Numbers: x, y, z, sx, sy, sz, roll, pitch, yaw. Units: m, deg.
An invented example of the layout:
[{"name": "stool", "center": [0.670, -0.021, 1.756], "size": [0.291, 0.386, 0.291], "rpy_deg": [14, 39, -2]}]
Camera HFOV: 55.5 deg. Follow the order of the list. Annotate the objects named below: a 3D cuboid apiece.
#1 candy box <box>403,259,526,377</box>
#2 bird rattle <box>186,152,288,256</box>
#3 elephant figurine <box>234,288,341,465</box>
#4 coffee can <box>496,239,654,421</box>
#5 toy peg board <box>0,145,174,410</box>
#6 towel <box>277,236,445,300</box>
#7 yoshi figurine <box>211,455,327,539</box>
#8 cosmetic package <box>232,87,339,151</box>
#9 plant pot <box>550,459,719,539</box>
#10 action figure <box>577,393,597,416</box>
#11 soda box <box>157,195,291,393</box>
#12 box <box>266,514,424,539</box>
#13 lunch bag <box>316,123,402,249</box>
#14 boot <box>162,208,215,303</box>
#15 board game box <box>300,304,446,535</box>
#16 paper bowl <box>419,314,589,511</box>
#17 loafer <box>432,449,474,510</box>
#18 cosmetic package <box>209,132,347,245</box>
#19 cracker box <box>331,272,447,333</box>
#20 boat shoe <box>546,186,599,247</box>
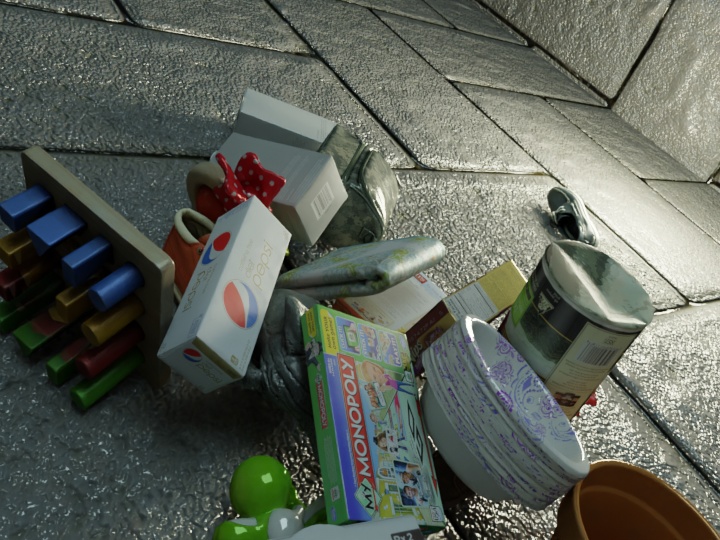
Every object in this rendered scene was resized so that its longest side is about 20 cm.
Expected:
[{"name": "candy box", "center": [0.135, 0.062, 0.902], "size": [0.198, 0.117, 0.057], "rpy_deg": [-22, 72, -49]}, {"name": "bird rattle", "center": [-0.175, -0.075, 0.896], "size": [0.161, 0.202, 0.113], "rpy_deg": [29, 62, 27]}, {"name": "elephant figurine", "center": [-0.072, 0.095, 0.723], "size": [0.150, 0.146, 0.200], "rpy_deg": [11, 8, 0]}, {"name": "coffee can", "center": [0.246, 0.088, 0.853], "size": [0.142, 0.203, 0.148], "rpy_deg": [16, 36, -12]}, {"name": "toy peg board", "center": [-0.291, 0.025, 0.684], "size": [0.198, 0.202, 0.098], "rpy_deg": [36, 49, 15]}, {"name": "towel", "center": [0.000, 0.000, 0.956], "size": [0.195, 0.050, 0.170], "rpy_deg": [-7, 13, 35]}, {"name": "yoshi figurine", "center": [-0.046, 0.224, 0.663], "size": [0.195, 0.115, 0.112], "rpy_deg": [5, 26, -27]}, {"name": "cosmetic package", "center": [-0.138, -0.250, 1.271], "size": [0.195, 0.082, 0.114], "rpy_deg": [18, 33, -12]}, {"name": "plant pot", "center": [0.273, 0.326, 0.714], "size": [0.195, 0.142, 0.202], "rpy_deg": [19, 32, -13]}, {"name": "action figure", "center": [0.251, 0.185, 0.967], "size": [0.195, 0.065, 0.053], "rpy_deg": [2, 61, -36]}, {"name": "soda box", "center": [-0.135, 0.020, 0.712], "size": [0.068, 0.063, 0.203], "rpy_deg": [45, 38, -30]}, {"name": "box", "center": [-0.025, 0.317, 0.508], "size": [0.194, 0.132, 0.203], "rpy_deg": [3, 43, -32]}, {"name": "lunch bag", "center": [-0.018, -0.128, 1.143], "size": [0.166, 0.140, 0.201], "rpy_deg": [34, 30, -7]}, {"name": "boot", "center": [-0.183, 0.014, 0.845], "size": [0.074, 0.109, 0.200], "rpy_deg": [-18, 55, -46]}, {"name": "board game box", "center": [0.011, 0.142, 0.656], "size": [0.133, 0.029, 0.205], "rpy_deg": [22, 46, -42]}, {"name": "paper bowl", "center": [0.139, 0.156, 0.722], "size": [0.201, 0.104, 0.202], "rpy_deg": [45, 16, -16]}, {"name": "loafer", "center": [0.147, 0.222, 0.830], "size": [0.073, 0.072, 0.197], "rpy_deg": [42, 35, 24]}, {"name": "cosmetic package", "center": [-0.131, -0.122, 0.999], "size": [0.196, 0.091, 0.108], "rpy_deg": [18, 60, 33]}, {"name": "cracker box", "center": [0.059, 0.076, 0.982], "size": [0.134, 0.058, 0.198], "rpy_deg": [43, 36, 20]}, {"name": "boat shoe", "center": [0.468, -0.124, 1.545], "size": [0.060, 0.074, 0.203], "rpy_deg": [10, 41, -30]}]
